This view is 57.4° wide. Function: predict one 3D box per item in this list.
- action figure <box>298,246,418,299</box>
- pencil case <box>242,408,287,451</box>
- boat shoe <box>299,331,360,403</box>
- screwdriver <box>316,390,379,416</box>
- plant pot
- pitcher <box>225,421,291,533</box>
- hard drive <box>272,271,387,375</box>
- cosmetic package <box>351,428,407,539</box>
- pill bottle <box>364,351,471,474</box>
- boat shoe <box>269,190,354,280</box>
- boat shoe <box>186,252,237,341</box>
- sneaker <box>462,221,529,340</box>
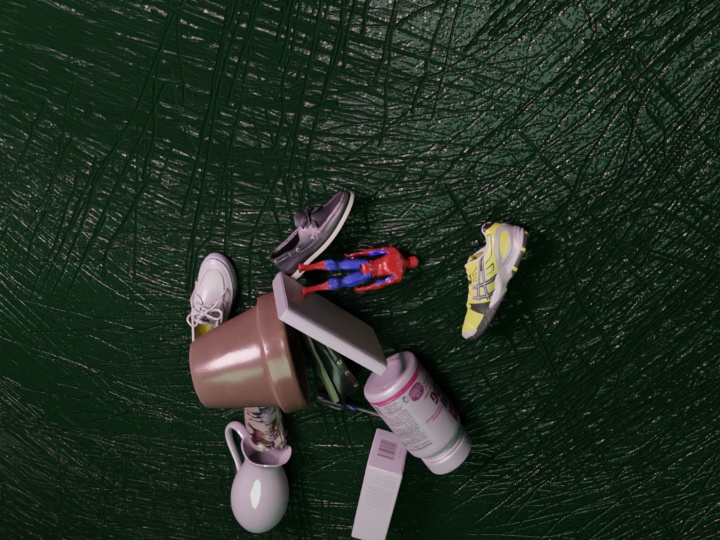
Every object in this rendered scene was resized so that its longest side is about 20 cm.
[{"bbox_3d":[0.000,0.000,1.051,0.195,0.052,0.067,-9,79,-9],"label":"action figure"},{"bbox_3d":[-0.186,0.250,1.256,0.088,0.077,0.204,15,123,32],"label":"pencil case"},{"bbox_3d":[-0.065,0.134,1.172,0.062,0.074,0.205,-27,101,-11],"label":"boat shoe"},{"bbox_3d":[0.009,0.267,1.244,0.196,0.028,0.029,17,152,4],"label":"screwdriver"},{"bbox_3d":[-0.188,0.149,1.100,0.170,0.201,0.204,-13,116,-1],"label":"plant pot"},{"bbox_3d":[-0.220,0.421,1.351,0.170,0.120,0.204,29,125,33],"label":"pitcher"},{"bbox_3d":[-0.050,0.086,1.067,0.198,0.132,0.026,33,104,-24],"label":"hard drive"},{"bbox_3d":[0.039,0.422,1.277,0.070,0.102,0.204,14,122,6],"label":"cosmetic package"},{"bbox_3d":[0.105,0.253,1.158,0.112,0.114,0.201,-29,108,27],"label":"pill bottle"},{"bbox_3d":[-0.084,-0.065,1.057,0.065,0.075,0.199,31,132,-17],"label":"boat shoe"},{"bbox_3d":[-0.276,0.072,1.178,0.073,0.087,0.205,20,122,3],"label":"boat shoe"},{"bbox_3d":[0.197,0.015,1.033,0.075,0.075,0.204,23,112,10],"label":"sneaker"}]
